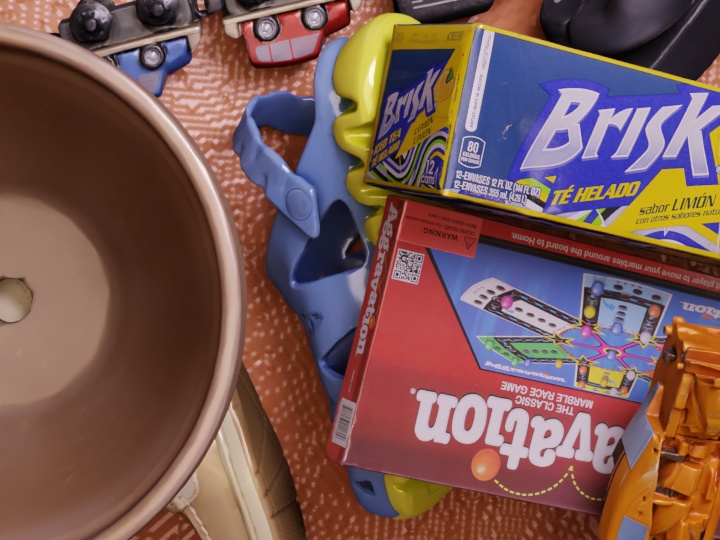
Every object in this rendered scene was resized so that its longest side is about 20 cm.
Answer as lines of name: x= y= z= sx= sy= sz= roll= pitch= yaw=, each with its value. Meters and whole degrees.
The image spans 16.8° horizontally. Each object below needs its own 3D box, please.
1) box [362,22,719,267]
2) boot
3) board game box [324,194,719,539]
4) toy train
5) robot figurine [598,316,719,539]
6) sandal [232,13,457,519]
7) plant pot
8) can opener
box: x=0.105 y=-0.042 z=0.927 sx=0.199 sy=0.070 sz=0.065 roll=11 pitch=90 yaw=-27
boot: x=-0.118 y=0.074 z=0.972 sx=0.155 sy=0.073 sz=0.201 roll=-25 pitch=98 yaw=5
board game box: x=0.089 y=0.042 z=0.954 sx=0.199 sy=0.019 sz=0.104 roll=13 pitch=93 yaw=-25
toy train: x=-0.031 y=-0.105 z=0.986 sx=0.198 sy=0.034 sz=0.046 roll=-13 pitch=104 yaw=0
robot figurine: x=0.143 y=0.118 z=0.943 sx=0.144 sy=0.058 sz=0.201 roll=7 pitch=116 yaw=-11
sandal: x=0.000 y=0.000 z=0.976 sx=0.087 sy=0.079 sz=0.202 roll=-1 pitch=99 yaw=34
plant pot: x=-0.137 y=0.012 z=0.889 sx=0.199 sy=0.093 sz=0.203 roll=0 pitch=92 yaw=3
can opener: x=0.140 y=-0.165 z=0.977 sx=0.063 sy=0.079 sz=0.201 roll=29 pitch=88 yaw=38
